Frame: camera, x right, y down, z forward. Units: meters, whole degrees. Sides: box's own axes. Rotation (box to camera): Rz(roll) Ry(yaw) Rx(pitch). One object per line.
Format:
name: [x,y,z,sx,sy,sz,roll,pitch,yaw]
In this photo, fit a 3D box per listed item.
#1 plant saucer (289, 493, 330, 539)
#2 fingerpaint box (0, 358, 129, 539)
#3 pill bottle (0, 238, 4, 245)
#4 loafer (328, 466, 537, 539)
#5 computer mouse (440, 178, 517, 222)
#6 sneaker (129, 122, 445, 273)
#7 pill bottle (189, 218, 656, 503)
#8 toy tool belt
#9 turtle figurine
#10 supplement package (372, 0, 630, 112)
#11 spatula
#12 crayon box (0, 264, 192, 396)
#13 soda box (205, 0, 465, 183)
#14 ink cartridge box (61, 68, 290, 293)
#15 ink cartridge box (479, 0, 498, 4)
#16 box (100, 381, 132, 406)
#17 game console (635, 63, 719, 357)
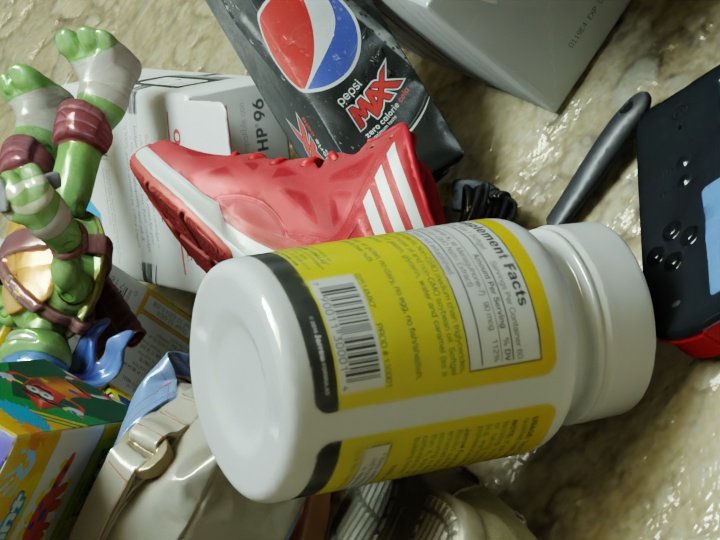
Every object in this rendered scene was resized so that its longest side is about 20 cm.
plant saucer: [-0.088,0.160,1.550,0.200,0.032,0.201,-32,39,30]
fingerpaint box: [-0.208,0.148,1.439,0.073,0.167,0.201,29,99,15]
pill bottle: [-0.241,0.089,1.729,0.113,0.113,0.201,-20,46,41]
loafer: [0.038,0.132,1.386,0.076,0.068,0.200,-61,17,5]
computer mouse: [0.000,0.000,1.546,0.141,0.046,0.200,-55,21,-21]
sneaker: [-0.027,-0.037,1.510,0.115,0.078,0.200,-43,52,-12]
pill bottle: [0.031,0.037,1.343,0.114,0.199,0.115,29,123,58]
toy tool belt: [-0.081,0.097,1.451,0.201,0.125,0.123,-64,30,10]
turtle figurine: [-0.202,-0.042,1.549,0.144,0.199,0.195,104,178,-58]
supplement package: [0.052,-0.182,1.605,0.114,0.109,0.200,-56,33,-4]
spatula: [0.086,-0.015,1.494,0.200,0.021,0.057,-49,22,6]
crayon box: [-0.184,0.090,1.646,0.051,0.126,0.201,3,63,53]
soda box: [-0.026,-0.125,1.567,0.063,0.200,0.071,-30,-5,-18]
ink cartridge box: [-0.095,-0.052,1.659,0.200,0.068,0.117,11,110,57]
ink cartridge box: [0.047,-0.258,1.438,0.148,0.085,0.201,-116,40,-55]
box: [-0.172,0.160,1.562,0.200,0.070,0.064,-46,35,13]
game console: [0.214,-0.062,1.368,0.200,0.031,0.177,-32,39,29]
